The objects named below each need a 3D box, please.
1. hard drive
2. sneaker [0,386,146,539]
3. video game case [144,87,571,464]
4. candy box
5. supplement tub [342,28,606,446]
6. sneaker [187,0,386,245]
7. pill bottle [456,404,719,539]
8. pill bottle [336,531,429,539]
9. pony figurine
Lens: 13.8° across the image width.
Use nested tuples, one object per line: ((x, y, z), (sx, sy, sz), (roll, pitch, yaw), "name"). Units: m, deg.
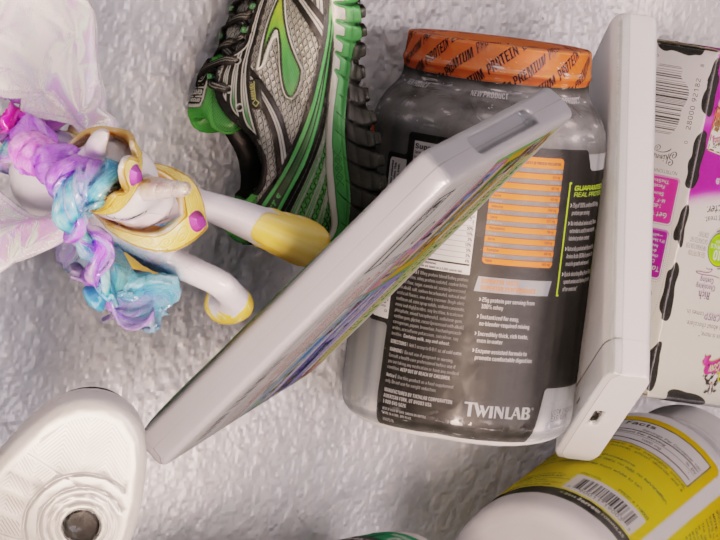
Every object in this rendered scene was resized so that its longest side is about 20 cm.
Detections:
((0.129, -0.016, 1.569), (0.132, 0.027, 0.201), (111, -15, -67), "hard drive")
((-0.151, 0.119, 1.327), (0.073, 0.112, 0.201), (18, 112, -13), "sneaker")
((0.000, 0.000, 1.387), (0.200, 0.022, 0.182), (-45, 174, 24), "video game case")
((0.201, -0.023, 1.730), (0.136, 0.061, 0.201), (11, 91, -49), "candy box")
((0.060, -0.019, 1.526), (0.122, 0.122, 0.201), (0, 100, -48), "supplement tub")
((-0.042, -0.106, 1.425), (0.085, 0.078, 0.201), (-9, 95, -15), "sneaker")
((0.140, 0.146, 1.639), (0.200, 0.112, 0.113), (-29, 121, -54), "pill bottle")
((-0.039, 0.196, 1.477), (0.199, 0.113, 0.114), (-5, 103, -48), "pill bottle")
((-0.126, -0.042, 1.286), (0.167, 0.192, 0.200), (-68, 157, -6), "pony figurine")
